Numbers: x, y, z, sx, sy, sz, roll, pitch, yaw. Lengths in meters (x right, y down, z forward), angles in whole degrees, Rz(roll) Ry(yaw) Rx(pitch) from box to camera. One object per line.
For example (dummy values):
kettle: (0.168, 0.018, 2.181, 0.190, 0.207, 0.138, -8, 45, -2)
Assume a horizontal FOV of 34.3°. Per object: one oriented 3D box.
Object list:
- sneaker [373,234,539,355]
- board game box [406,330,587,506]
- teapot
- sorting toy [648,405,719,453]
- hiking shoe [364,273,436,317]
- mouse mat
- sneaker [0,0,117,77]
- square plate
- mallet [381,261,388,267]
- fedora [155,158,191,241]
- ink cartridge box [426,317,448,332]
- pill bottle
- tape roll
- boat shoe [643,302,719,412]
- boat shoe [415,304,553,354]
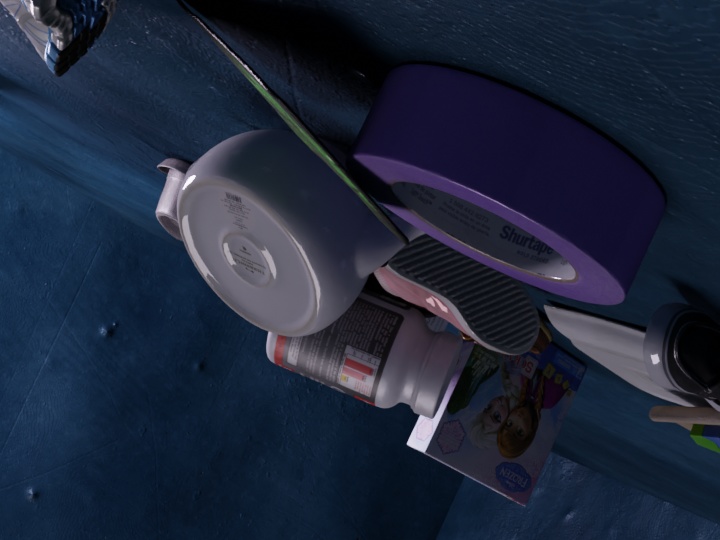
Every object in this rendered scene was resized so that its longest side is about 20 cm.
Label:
sneaker: (0.090, 0.013, 1.195, 0.199, 0.076, 0.104, 34, 172, -16)
board game box: (0.177, 0.169, 1.473, 0.199, 0.202, 0.041, 30, 171, -34)
teapot: (-0.060, -0.051, 1.043, 0.200, 0.146, 0.197, 48, 144, -4)
sorting toy: (0.415, 0.181, 1.163, 0.198, 0.037, 0.185, 24, 166, -22)
hiking shoe: (0.029, -0.002, 1.301, 0.198, 0.077, 0.100, 31, 176, -20)
mouse mat: (-0.049, -0.104, 0.795, 0.161, 0.008, 0.200, 46, 180, -39)
sneaker: (-0.237, -0.212, 0.862, 0.086, 0.075, 0.200, 37, 168, 0)
square plate: (0.309, 0.103, 1.205, 0.199, 0.029, 0.197, 32, 172, -34)
mallet: (0.000, 0.000, 1.164, 0.066, 0.041, 0.200, 56, 168, -13)
fedora: (-0.212, -0.075, 1.619, 0.175, 0.091, 0.200, 25, 173, 22)
ink cartridge box: (0.007, 0.056, 1.510, 0.199, 0.148, 0.084, 31, 172, -32)
pill bottle: (0.005, 0.082, 1.286, 0.197, 0.117, 0.116, 22, 172, 10)
tape roll: (0.091, -0.052, 0.748, 0.198, 0.066, 0.200, 26, 174, 3)
boat shoe: (0.296, 0.081, 0.940, 0.066, 0.071, 0.199, 10, 163, 43)
boat shoe: (0.135, 0.051, 1.311, 0.199, 0.068, 0.072, 32, 172, -33)
